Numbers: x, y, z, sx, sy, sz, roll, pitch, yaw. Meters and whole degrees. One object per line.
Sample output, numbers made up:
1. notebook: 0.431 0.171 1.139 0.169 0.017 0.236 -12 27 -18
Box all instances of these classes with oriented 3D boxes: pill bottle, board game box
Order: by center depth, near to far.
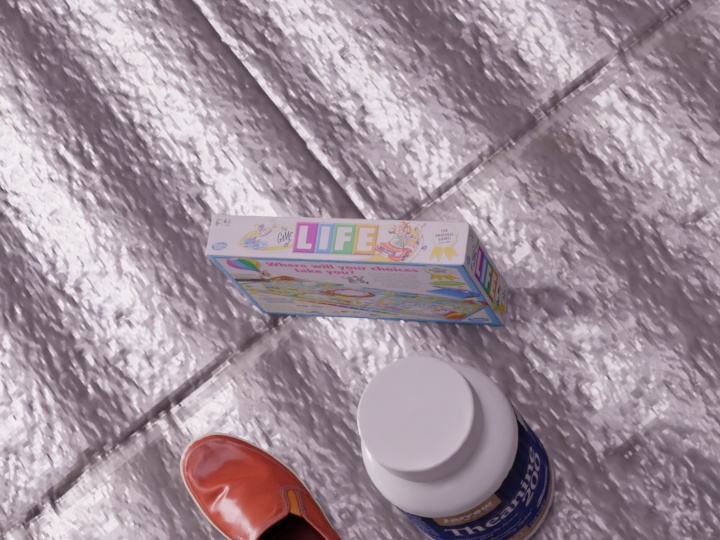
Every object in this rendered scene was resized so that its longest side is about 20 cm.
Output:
1. pill bottle: 0.065 0.129 1.554 0.111 0.200 0.111 -6 68 16
2. board game box: 0.000 0.000 1.661 0.200 0.134 0.034 3 71 18

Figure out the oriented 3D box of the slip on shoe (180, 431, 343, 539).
1. slip on shoe: -0.065 0.190 1.649 0.074 0.061 0.200 -45 62 -1
